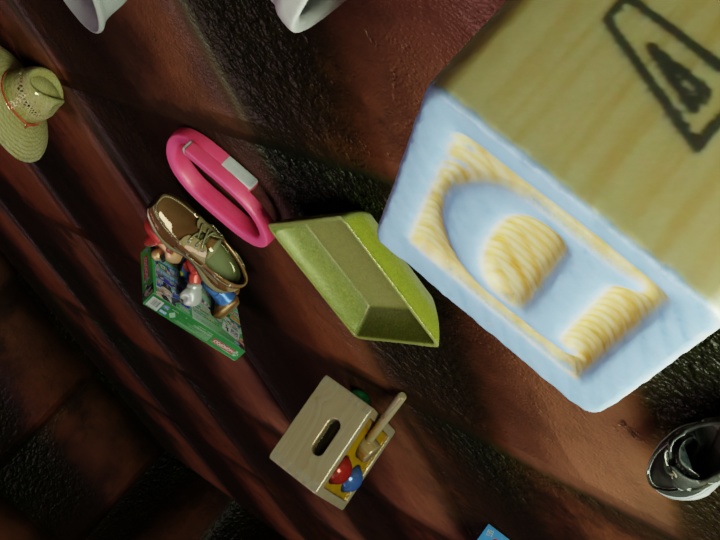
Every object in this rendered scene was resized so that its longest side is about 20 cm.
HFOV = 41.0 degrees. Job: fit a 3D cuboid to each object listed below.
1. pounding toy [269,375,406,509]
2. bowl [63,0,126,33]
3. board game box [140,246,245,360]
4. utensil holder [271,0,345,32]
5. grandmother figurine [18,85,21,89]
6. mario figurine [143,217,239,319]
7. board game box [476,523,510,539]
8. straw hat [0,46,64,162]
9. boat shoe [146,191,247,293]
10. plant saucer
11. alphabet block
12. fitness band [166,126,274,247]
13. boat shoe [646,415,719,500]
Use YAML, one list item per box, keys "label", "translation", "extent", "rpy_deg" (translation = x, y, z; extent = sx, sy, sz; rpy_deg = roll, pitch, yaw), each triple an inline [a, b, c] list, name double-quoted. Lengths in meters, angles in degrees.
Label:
- label: "pounding toy"
  translation: [-0.018, 0.266, 1.528]
  extent: [0.141, 0.201, 0.184]
  rpy_deg: [32, 170, 25]
- label: "bowl"
  translation: [-0.275, -0.346, 0.949]
  extent: [0.202, 0.090, 0.202]
  rpy_deg: [50, 163, 21]
- label: "board game box"
  translation: [-0.278, 0.053, 1.599]
  extent: [0.199, 0.029, 0.135]
  rpy_deg: [38, -161, -34]
- label: "utensil holder"
  translation: [-0.050, -0.284, 0.602]
  extent: [0.200, 0.170, 0.170]
  rpy_deg: [46, 158, -5]
- label: "grandmother figurine"
  translation: [-0.608, -0.369, 1.548]
  extent: [0.121, 0.060, 0.202]
  rpy_deg: [33, 155, 49]
- label: "mario figurine"
  translation: [-0.289, -0.009, 1.574]
  extent: [0.201, 0.106, 0.123]
  rpy_deg: [53, 158, -25]
- label: "board game box"
  translation: [0.278, 0.545, 1.646]
  extent: [0.195, 0.056, 0.201]
  rpy_deg: [34, 156, 22]
- label: "straw hat"
  translation: [-0.513, -0.274, 1.502]
  extent: [0.084, 0.203, 0.202]
  rpy_deg: [-15, 131, 13]
- label: "boat shoe"
  translation: [-0.243, -0.043, 1.488]
  extent: [0.073, 0.076, 0.200]
  rpy_deg: [3, 143, 50]
- label: "plant saucer"
  translation: [0.000, 0.000, 1.171]
  extent: [0.201, 0.048, 0.199]
  rpy_deg: [52, 156, -20]
- label: "alphabet block"
  translation: [0.153, -0.067, 0.595]
  extent: [0.196, 0.200, 0.196]
  rpy_deg: [40, 157, 7]
- label: "fitness band"
  translation: [-0.191, -0.111, 1.315]
  extent: [0.199, 0.037, 0.144]
  rpy_deg: [41, 158, 10]
- label: "boat shoe"
  translation: [0.314, 0.170, 0.894]
  extent: [0.200, 0.056, 0.070]
  rpy_deg: [121, 143, -62]
